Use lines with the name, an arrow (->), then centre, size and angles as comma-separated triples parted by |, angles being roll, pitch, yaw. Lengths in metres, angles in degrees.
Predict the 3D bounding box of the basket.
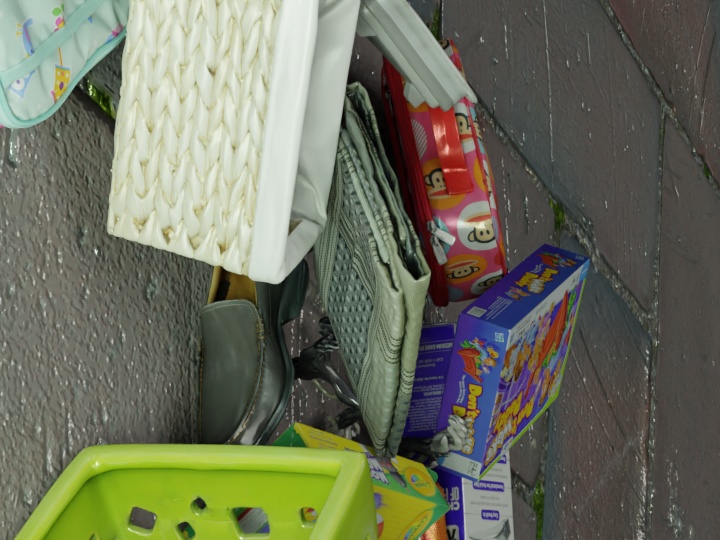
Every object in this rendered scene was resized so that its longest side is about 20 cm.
basket -> -0.080, -0.112, 1.179 | 0.136, 0.122, 0.202 | -54, 155, -70

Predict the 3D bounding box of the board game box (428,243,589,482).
board game box -> 0.125, 0.072, 1.523 | 0.200, 0.044, 0.135 | -35, 139, -60

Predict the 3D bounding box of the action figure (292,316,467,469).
action figure -> 0.013, 0.136, 1.411 | 0.119, 0.101, 0.201 | -34, 115, -47

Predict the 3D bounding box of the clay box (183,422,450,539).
clay box -> -0.020, 0.177, 1.298 | 0.200, 0.115, 0.048 | 25, 25, -54

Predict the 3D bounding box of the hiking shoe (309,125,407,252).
hiking shoe -> -0.027, -0.050, 1.435 | 0.087, 0.074, 0.200 | -58, 151, -10

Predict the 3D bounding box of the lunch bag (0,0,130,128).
lunch bag -> -0.201, -0.177, 1.075 | 0.200, 0.077, 0.161 | -58, 135, -52

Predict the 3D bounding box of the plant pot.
plant pot -> -0.093, 0.230, 1.074 | 0.200, 0.197, 0.183 | -61, 143, -51

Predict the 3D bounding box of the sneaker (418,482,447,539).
sneaker -> 0.058, 0.268, 1.481 | 0.073, 0.076, 0.202 | 158, -66, -77

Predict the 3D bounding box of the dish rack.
dish rack -> 0.000, -0.209, 1.438 | 0.200, 0.043, 0.172 | 53, 4, 41

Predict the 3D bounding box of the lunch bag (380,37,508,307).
lunch bag -> 0.071, -0.085, 1.532 | 0.176, 0.081, 0.201 | 75, 4, -66

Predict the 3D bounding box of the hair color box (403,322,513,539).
hair color box -> 0.082, 0.153, 1.591 | 0.109, 0.064, 0.202 | 19, 65, -62

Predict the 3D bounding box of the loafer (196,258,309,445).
loafer -> -0.088, 0.047, 1.272 | 0.072, 0.072, 0.201 | 48, 32, -36

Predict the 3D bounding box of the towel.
towel -> 0.000, 0.000, 1.274 | 0.201, 0.034, 0.193 | 98, -20, -47
